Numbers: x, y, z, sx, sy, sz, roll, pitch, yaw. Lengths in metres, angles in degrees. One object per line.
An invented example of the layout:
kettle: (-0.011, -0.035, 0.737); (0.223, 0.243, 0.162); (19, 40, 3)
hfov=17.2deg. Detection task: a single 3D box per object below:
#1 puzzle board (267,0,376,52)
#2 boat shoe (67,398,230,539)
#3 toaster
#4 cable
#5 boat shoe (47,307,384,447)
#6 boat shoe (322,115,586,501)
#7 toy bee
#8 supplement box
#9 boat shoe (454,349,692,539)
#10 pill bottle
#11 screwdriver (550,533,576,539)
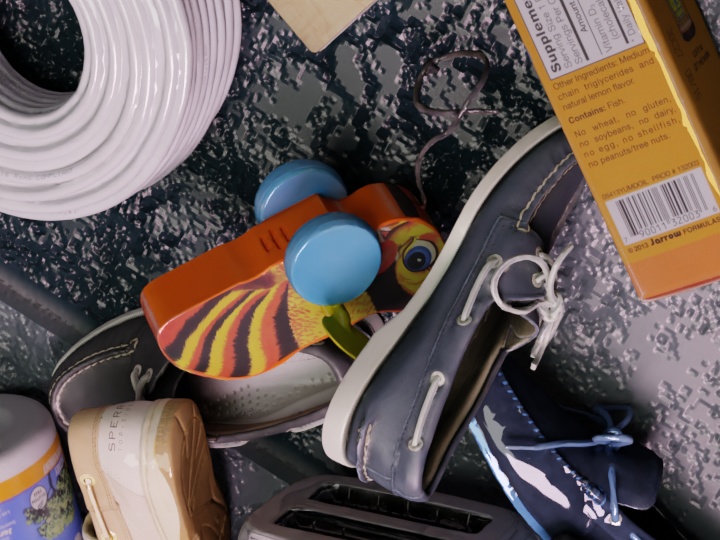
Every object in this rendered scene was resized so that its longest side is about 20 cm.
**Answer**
puzzle board: (-0.033, -0.226, 1.132); (0.151, 0.017, 0.200); (-39, 94, 27)
boat shoe: (-0.111, 0.134, 1.239); (0.069, 0.074, 0.201); (6, 137, 10)
toaster: (0.011, 0.183, 1.189); (0.199, 0.113, 0.130); (9, 110, 28)
cable: (-0.161, -0.125, 1.182); (0.200, 0.069, 0.200); (-38, 94, 31)
boat shoe: (-0.083, 0.060, 1.234); (0.199, 0.060, 0.074); (-6, 109, 23)
boat shoe: (0.059, 0.017, 1.107); (0.062, 0.200, 0.075); (28, 159, 26)
toy bee: (0.000, 0.000, 1.154); (0.199, 0.131, 0.109); (-22, 131, 20)
supplement box: (0.125, -0.092, 1.096); (0.068, 0.067, 0.201); (-18, 102, 28)
boat shoe: (0.123, 0.106, 1.177); (0.068, 0.084, 0.200); (-32, 113, 20)
pill bottle: (-0.196, 0.179, 1.292); (0.111, 0.112, 0.201); (-4, 113, 22)
screwdriver: (0.158, 0.201, 1.155); (0.029, 0.028, 0.200); (-36, 103, 32)
